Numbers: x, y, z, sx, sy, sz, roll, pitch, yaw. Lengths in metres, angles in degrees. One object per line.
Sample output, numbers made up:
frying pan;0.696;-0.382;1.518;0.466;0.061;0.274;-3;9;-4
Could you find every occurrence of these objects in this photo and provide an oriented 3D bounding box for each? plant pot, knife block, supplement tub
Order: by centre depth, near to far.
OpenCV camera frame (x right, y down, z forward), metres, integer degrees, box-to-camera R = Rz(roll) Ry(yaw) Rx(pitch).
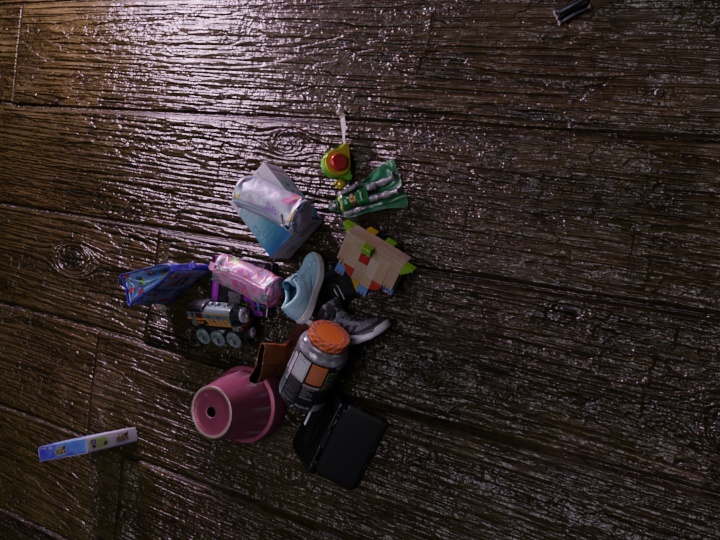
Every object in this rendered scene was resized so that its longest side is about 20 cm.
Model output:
knife block;0.491;-0.572;1.404;0.200;0.064;0.176;26;101;26
supplement tub;-0.104;0.220;1.608;0.122;0.122;0.200;40;122;23
plant pot;-0.318;0.343;1.746;0.199;0.179;0.201;-1;89;27

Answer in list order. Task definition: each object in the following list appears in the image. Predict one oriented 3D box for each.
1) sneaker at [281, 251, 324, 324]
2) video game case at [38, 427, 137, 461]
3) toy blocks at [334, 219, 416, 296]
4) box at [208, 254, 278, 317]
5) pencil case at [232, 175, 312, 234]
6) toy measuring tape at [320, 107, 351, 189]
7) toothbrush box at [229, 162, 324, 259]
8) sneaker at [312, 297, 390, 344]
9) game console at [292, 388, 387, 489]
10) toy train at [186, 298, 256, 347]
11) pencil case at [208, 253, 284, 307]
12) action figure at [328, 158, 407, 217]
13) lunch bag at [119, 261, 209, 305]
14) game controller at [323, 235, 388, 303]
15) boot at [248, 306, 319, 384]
sneaker;-0.142;0.026;1.670;0.074;0.082;0.200;-26;42;37
video game case;-0.777;0.495;1.984;0.200;0.181;0.046;-15;80;27
toy blocks;0.020;-0.006;1.598;0.200;0.100;0.137;31;122;13
box;-0.311;0.040;1.831;0.200;0.036;0.143;8;93;29
pencil case;-0.210;-0.156;1.658;0.200;0.083;0.091;27;65;26
toy measuring tape;-0.065;-0.296;1.686;0.073;0.074;0.201;-7;86;28
toothbrush box;-0.213;-0.149;1.755;0.146;0.085;0.200;-47;70;19
sneaker;-0.031;0.116;1.645;0.200;0.075;0.114;-18;96;30
game console;-0.055;0.399;1.695;0.176;0.116;0.200;41;109;54
toy train;-0.364;0.133;1.810;0.200;0.085;0.114;3;119;30
pencil case;-0.286;0.023;1.752;0.200;0.087;0.088;23;99;25
action figure;0.007;-0.177;1.660;0.200;0.055;0.118;-19;83;30
lunch bag;-0.517;0.017;1.875;0.200;0.150;0.094;-25;78;26
game controller;0.000;0.000;1.671;0.200;0.042;0.105;-29;90;25
boot;-0.183;0.172;1.665;0.068;0.200;0.189;29;102;27
